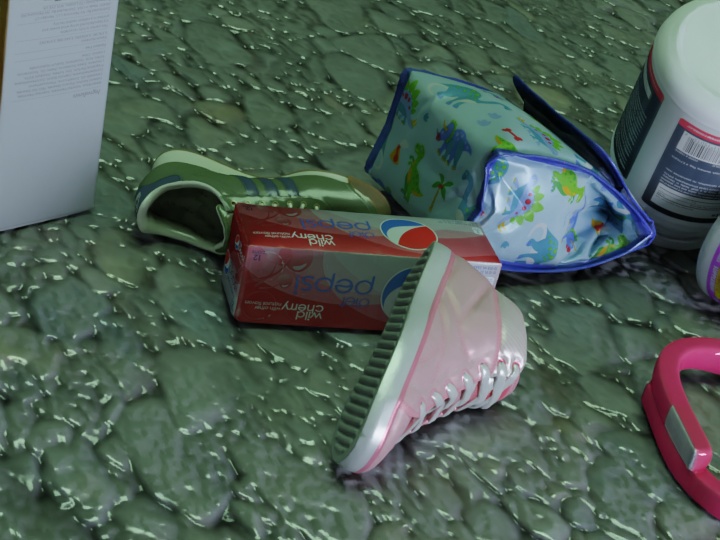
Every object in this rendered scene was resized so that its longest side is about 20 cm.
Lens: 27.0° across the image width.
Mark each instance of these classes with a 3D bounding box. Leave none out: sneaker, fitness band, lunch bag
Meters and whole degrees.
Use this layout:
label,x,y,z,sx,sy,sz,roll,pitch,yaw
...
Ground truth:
label,x,y,z,sx,sy,sz,roll,pitch,yaw
sneaker,0.057,0.074,1.020,0.104,0.075,0.201,35,45,-8
fitness band,0.283,0.120,1.080,0.142,0.038,0.201,10,32,-12
lunch bag,0.134,-0.081,1.270,0.198,0.128,0.170,10,25,-33
sneaker,-0.082,-0.038,1.159,0.198,0.068,0.090,12,30,9

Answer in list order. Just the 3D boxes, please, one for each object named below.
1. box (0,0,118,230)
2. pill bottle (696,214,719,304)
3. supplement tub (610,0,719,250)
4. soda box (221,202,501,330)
label,x,y,z,sx,sy,sz,roll,pitch,yaw
box,-0.264,-0.151,1.135,0.097,0.202,0.124,-17,42,-41
pill bottle,0.375,0.023,1.203,0.104,0.105,0.200,-16,41,-40
supplement tub,0.294,-0.122,1.279,0.139,0.201,0.142,3,59,-6
soda box,0.000,0.000,1.122,0.198,0.071,0.064,3,31,-17
